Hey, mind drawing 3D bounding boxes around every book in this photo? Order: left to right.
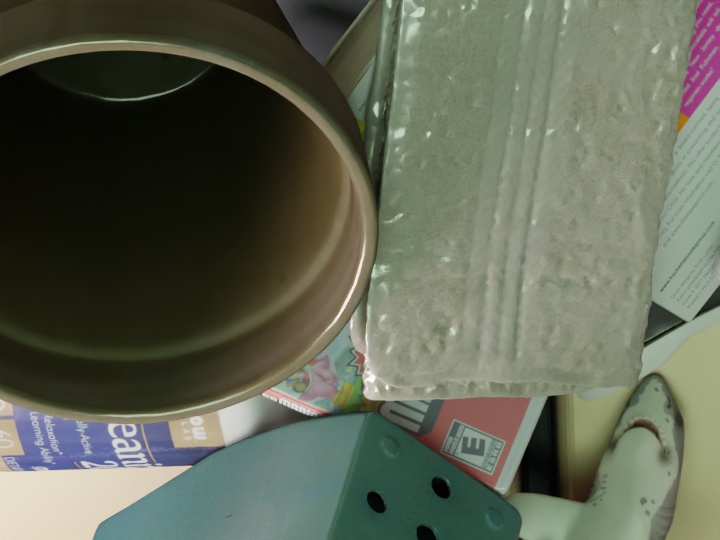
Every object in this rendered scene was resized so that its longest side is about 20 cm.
[{"bbox_3d":[0.103,-0.080,1.177,0.200,0.048,0.134,31,107,-24],"label":"book"}]

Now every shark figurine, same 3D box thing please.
[{"bbox_3d":[0.083,0.158,1.357,0.214,0.089,0.129,-28,72,9],"label":"shark figurine"}]

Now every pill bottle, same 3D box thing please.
[{"bbox_3d":[-0.091,0.037,1.306,0.199,0.111,0.112,-3,112,9],"label":"pill bottle"}]

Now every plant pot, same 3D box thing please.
[{"bbox_3d":[-0.099,-0.066,1.151,0.199,0.174,0.201,-4,131,-4],"label":"plant pot"},{"bbox_3d":[-0.028,0.160,1.239,0.141,0.142,0.200,36,134,-18],"label":"plant pot"}]

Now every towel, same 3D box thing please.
[{"bbox_3d":[0.066,-0.038,1.148,0.132,0.035,0.201,-1,116,-16],"label":"towel"}]

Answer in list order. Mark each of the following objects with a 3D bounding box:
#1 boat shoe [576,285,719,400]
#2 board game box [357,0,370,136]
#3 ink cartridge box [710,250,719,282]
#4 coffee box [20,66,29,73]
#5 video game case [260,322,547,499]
[{"bbox_3d":[0.160,-0.016,1.278,0.200,0.074,0.060,-35,109,27],"label":"boat shoe"},{"bbox_3d":[0.052,-0.150,1.218,0.047,0.102,0.200,29,112,-6],"label":"board game box"},{"bbox_3d":[0.276,-0.048,1.188,0.199,0.084,0.176,3,118,-35],"label":"ink cartridge box"},{"bbox_3d":[-0.228,-0.062,1.300,0.113,0.080,0.201,26,113,-3],"label":"coffee box"},{"bbox_3d":[0.000,0.000,1.251,0.199,0.017,0.143,23,70,3],"label":"video game case"}]
